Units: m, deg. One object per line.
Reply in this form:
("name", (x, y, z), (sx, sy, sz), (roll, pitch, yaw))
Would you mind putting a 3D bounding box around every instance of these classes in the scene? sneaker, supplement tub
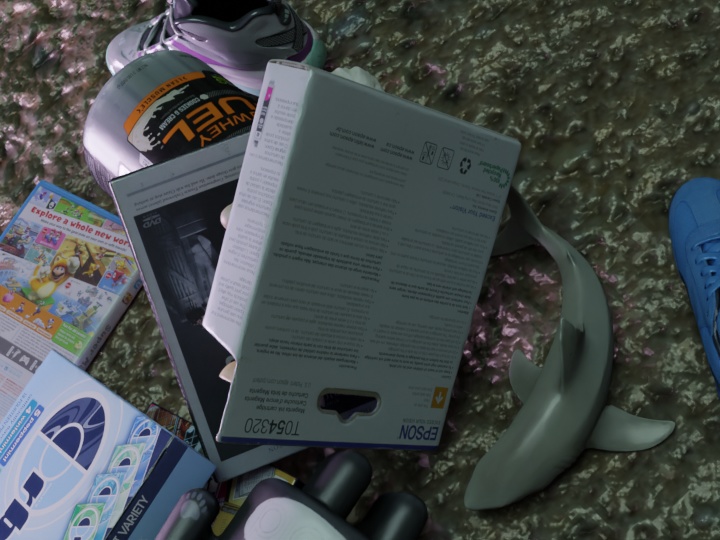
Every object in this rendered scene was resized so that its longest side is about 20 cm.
("sneaker", (-0.134, -0.198, 1.016), (0.197, 0.140, 0.079), (2, 64, 24))
("supplement tub", (-0.097, -0.061, 0.935), (0.123, 0.123, 0.200), (-47, 57, -7))
("sneaker", (0.226, 0.016, 0.779), (0.065, 0.079, 0.202), (-19, 55, 15))

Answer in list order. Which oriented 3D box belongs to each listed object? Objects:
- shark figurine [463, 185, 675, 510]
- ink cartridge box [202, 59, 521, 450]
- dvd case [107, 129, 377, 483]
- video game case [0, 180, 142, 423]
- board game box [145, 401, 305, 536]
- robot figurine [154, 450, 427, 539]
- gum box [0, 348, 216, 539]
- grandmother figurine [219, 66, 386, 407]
("shark figurine", (0.122, 0.033, 0.811), (0.126, 0.090, 0.217), (-6, 63, 19))
("ink cartridge box", (0.000, 0.000, 0.761), (0.043, 0.195, 0.203), (20, 96, 41))
("dvd case", (-0.055, 0.014, 0.833), (0.149, 0.025, 0.202), (-20, 99, -9))
("video game case", (-0.254, 0.036, 1.015), (0.142, 0.018, 0.201), (24, 75, 33))
("board game box", (-0.134, 0.202, 0.859), (0.134, 0.035, 0.201), (22, 73, 32))
("robot figurine", (-0.043, 0.203, 0.766), (0.149, 0.125, 0.201), (26, 74, 35))
("gum box", (-0.200, 0.158, 0.866), (0.199, 0.044, 0.171), (20, 73, 54))
("grandmother figurine", (-0.030, -0.026, 0.795), (0.060, 0.120, 0.203), (16, 89, 48))
